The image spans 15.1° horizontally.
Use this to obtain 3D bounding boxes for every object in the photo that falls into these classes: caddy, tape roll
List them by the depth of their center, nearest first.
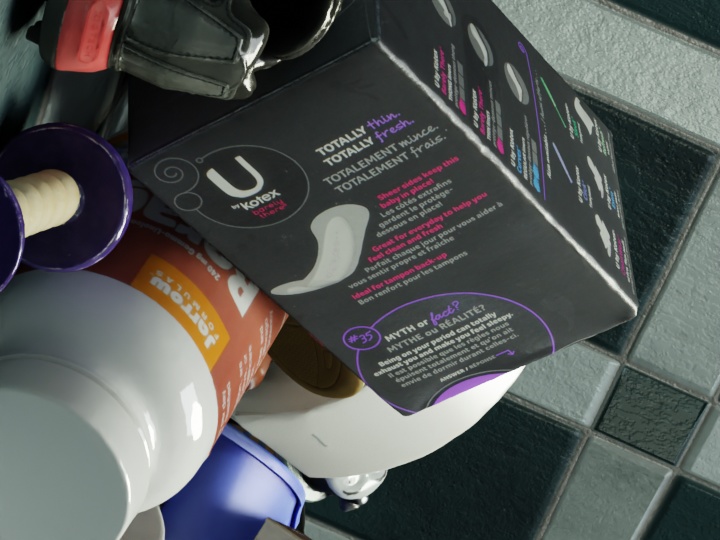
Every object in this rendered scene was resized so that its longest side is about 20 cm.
[{"bbox_3d":[0.000,0.000,1.361,0.071,0.202,0.203,42,67,-44],"label":"tape roll"},{"bbox_3d":[-0.103,0.112,1.432,0.105,0.141,0.200,-62,177,-16],"label":"caddy"}]

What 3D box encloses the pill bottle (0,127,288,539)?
[{"bbox_3d":[-0.099,0.029,1.113,0.200,0.112,0.112,-62,175,-55],"label":"pill bottle"}]

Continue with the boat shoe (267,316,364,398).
[{"bbox_3d":[-0.031,-0.038,1.220,0.066,0.074,0.200,-41,120,-40],"label":"boat shoe"}]

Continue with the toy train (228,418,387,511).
[{"bbox_3d":[-0.056,0.069,1.512,0.085,0.200,0.114,-27,112,-31],"label":"toy train"}]

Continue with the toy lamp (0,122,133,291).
[{"bbox_3d":[-0.119,-0.021,0.947,0.200,0.058,0.058,-34,148,-79],"label":"toy lamp"}]

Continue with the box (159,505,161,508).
[{"bbox_3d":[-0.107,0.207,1.522,0.158,0.200,0.050,-64,173,-46],"label":"box"}]

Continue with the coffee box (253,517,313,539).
[{"bbox_3d":[-0.060,0.228,1.340,0.200,0.080,0.113,-57,170,-3],"label":"coffee box"}]

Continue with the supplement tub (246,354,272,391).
[{"bbox_3d":[-0.056,-0.048,1.311,0.107,0.107,0.200,104,11,-73],"label":"supplement tub"}]

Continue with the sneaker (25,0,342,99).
[{"bbox_3d":[-0.045,-0.126,1.005,0.200,0.098,0.071,-64,175,-50],"label":"sneaker"}]

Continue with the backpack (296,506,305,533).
[{"bbox_3d":[-0.124,0.187,1.663,0.167,0.127,0.200,-17,-142,56],"label":"backpack"}]

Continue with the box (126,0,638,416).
[{"bbox_3d":[0.010,-0.049,1.104,0.122,0.200,0.106,-25,-135,23],"label":"box"}]

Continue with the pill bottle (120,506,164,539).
[{"bbox_3d":[-0.156,0.182,1.301,0.113,0.113,0.200,-62,175,-48],"label":"pill bottle"}]
